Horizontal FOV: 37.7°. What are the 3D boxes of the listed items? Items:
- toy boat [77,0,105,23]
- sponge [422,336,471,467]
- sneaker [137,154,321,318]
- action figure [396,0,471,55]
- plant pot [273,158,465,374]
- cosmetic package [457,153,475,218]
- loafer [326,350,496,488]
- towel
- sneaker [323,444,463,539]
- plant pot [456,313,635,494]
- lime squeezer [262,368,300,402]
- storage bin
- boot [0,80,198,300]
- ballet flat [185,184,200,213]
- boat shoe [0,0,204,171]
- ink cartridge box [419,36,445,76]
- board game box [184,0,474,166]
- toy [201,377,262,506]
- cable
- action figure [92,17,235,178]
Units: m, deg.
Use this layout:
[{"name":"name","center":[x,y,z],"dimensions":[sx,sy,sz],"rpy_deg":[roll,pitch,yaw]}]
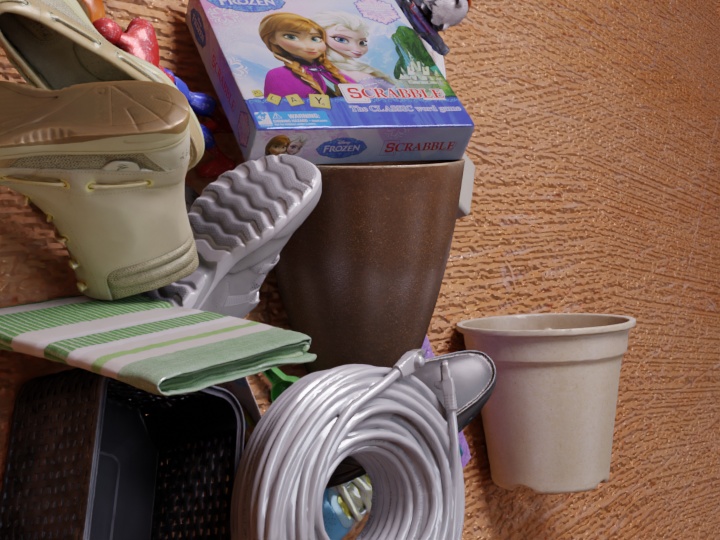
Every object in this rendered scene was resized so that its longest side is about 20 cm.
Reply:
[{"name":"toy boat","center":[-0.215,-0.228,0.774],"dimensions":[0.200,0.130,0.131],"rpy_deg":[-35,136,-55]},{"name":"sponge","center":[0.050,0.131,1.086],"dimensions":[0.112,0.030,0.201],"rpy_deg":[-36,109,-54]},{"name":"sneaker","center":[-0.103,-0.007,0.821],"dimensions":[0.075,0.200,0.082],"rpy_deg":[44,-2,33]},{"name":"action figure","center":[0.063,-0.348,1.184],"dimensions":[0.200,0.104,0.194],"rpy_deg":[36,25,-54]},{"name":"plant pot","center":[0.000,0.000,0.949],"dimensions":[0.187,0.186,0.201],"rpy_deg":[-14,106,-56]},{"name":"cosmetic package","center":[0.023,-0.128,1.076],"dimensions":[0.200,0.103,0.073],"rpy_deg":[44,44,-40]},{"name":"loafer","center":[0.038,0.115,0.879],"dimensions":[0.199,0.072,0.073],"rpy_deg":[-26,69,-26]},{"name":"towel","center":[-0.149,0.045,0.682],"dimensions":[0.152,0.199,0.024],"rpy_deg":[-9,106,-55]},{"name":"sneaker","center":[0.015,0.178,0.927],"dimensions":[0.200,0.130,0.080],"rpy_deg":[-49,119,-49]},{"name":"plant pot","center":[0.212,0.148,1.194],"dimensions":[0.200,0.200,0.184],"rpy_deg":[-7,95,-56]},{"name":"lime squeezer","center":[-0.059,0.130,0.901],"dimensions":[0.201,0.038,0.071],"rpy_deg":[70,14,12]},{"name":"storage bin","center":[-0.161,0.172,0.708],"dimensions":[0.135,0.093,0.201],"rpy_deg":[28,57,-48]},{"name":"boot","center":[-0.210,-0.049,0.708],"dimensions":[0.156,0.199,0.073],"rpy_deg":[94,-11,-46]},{"name":"ballet flat","center":[-0.169,-0.046,0.826],"dimensions":[0.200,0.046,0.068],"rpy_deg":[31,32,-53]},{"name":"boat shoe","center":[-0.178,-0.123,0.720],"dimensions":[0.201,0.073,0.063],"rpy_deg":[51,13,-43]},{"name":"ink cartridge box","center":[0.046,-0.246,1.222],"dimensions":[0.163,0.057,0.200],"rpy_deg":[44,24,-38]},{"name":"board game box","center":[-0.030,-0.172,0.912],"dimensions":[0.199,0.041,0.200],"rpy_deg":[-5,48,-26]},{"name":"toy","center":[-0.092,0.165,0.819],"dimensions":[0.047,0.115,0.201],"rpy_deg":[-26,100,-23]},{"name":"cable","center":[-0.006,0.168,0.762],"dimensions":[0.199,0.069,0.201],"rpy_deg":[-14,98,-42]},{"name":"action figure","center":[-0.178,-0.135,0.832],"dimensions":[0.200,0.099,0.066],"rpy_deg":[55,30,-65]}]
